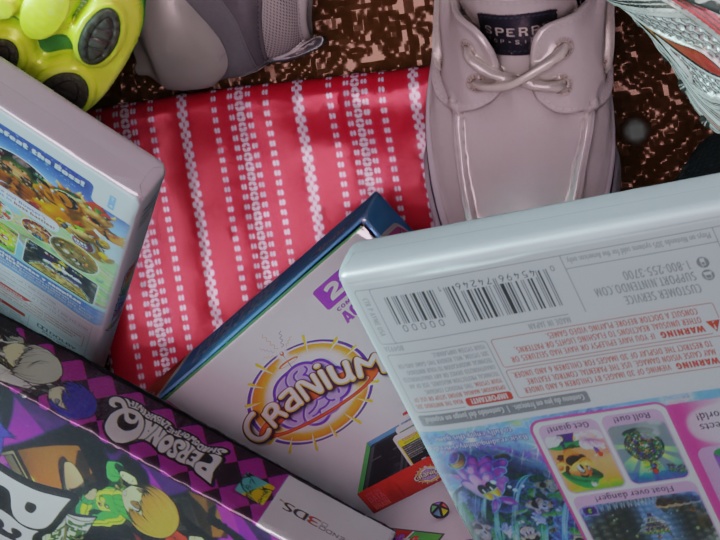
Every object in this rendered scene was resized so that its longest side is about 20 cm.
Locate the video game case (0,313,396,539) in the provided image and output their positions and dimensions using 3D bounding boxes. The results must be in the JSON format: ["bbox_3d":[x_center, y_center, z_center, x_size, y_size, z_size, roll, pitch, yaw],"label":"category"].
[{"bbox_3d":[-0.101,0.126,1.072,0.181,0.036,0.200,28,127,6],"label":"video game case"}]

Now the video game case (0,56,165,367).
[{"bbox_3d":[-0.142,-0.030,1.034,0.143,0.200,0.018,33,67,3],"label":"video game case"}]

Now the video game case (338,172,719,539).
[{"bbox_3d":[0.115,0.051,0.965,0.200,0.024,0.182,-10,122,28],"label":"video game case"}]

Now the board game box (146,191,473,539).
[{"bbox_3d":[0.016,0.095,1.078,0.153,0.040,0.200,-40,97,15],"label":"board game box"}]

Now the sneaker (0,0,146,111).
[{"bbox_3d":[-0.125,-0.093,1.023,0.074,0.200,0.084,38,70,-19],"label":"sneaker"}]

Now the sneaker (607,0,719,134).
[{"bbox_3d":[0.113,-0.084,0.966,0.200,0.078,0.082,33,138,22],"label":"sneaker"}]

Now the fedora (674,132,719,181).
[{"bbox_3d":[0.159,0.016,1.025,0.200,0.201,0.092,22,58,5],"label":"fedora"}]

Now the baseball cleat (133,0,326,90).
[{"bbox_3d":[-0.062,-0.168,1.069,0.106,0.070,0.200,-16,104,3],"label":"baseball cleat"}]

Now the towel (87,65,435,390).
[{"bbox_3d":[0.000,0.000,1.097,0.200,0.022,0.145,-6,95,8],"label":"towel"}]

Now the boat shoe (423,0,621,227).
[{"bbox_3d":[0.058,-0.083,1.040,0.072,0.066,0.200,6,86,10],"label":"boat shoe"}]
